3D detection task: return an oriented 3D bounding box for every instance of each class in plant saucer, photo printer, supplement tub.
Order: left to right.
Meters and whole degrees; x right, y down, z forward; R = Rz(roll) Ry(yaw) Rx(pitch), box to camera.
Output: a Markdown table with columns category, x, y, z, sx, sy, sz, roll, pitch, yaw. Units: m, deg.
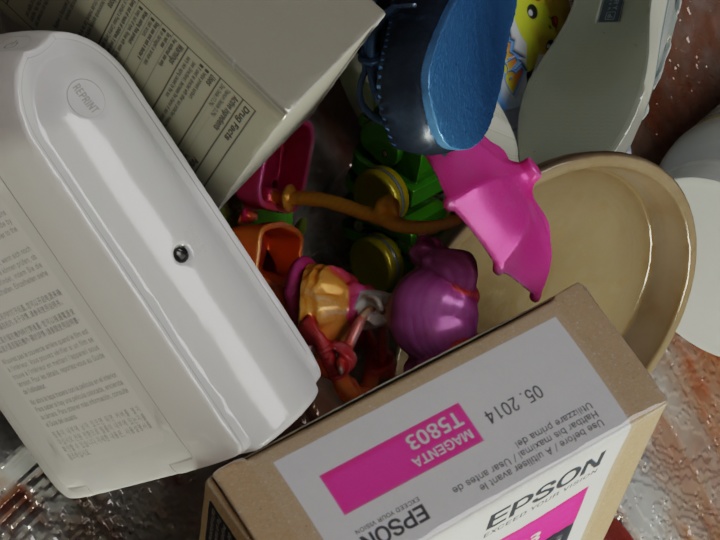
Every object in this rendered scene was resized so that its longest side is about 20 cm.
| category | x | y | z | sx | sy | sz | roll | pitch | yaw |
| --- | --- | --- | --- | --- | --- | --- | --- | --- | --- |
| photo printer | -0.126 | -0.004 | 0.911 | 0.069 | 0.166 | 0.201 | -42 | 104 | -37 |
| plant saucer | 0.096 | 0.021 | 1.143 | 0.199 | 0.029 | 0.201 | -21 | 131 | -26 |
| supplement tub | 0.267 | -0.048 | 1.294 | 0.200 | 0.145 | 0.146 | -39 | 109 | -39 |

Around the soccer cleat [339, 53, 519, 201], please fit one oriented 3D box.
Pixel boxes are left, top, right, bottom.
| category | x | y | z | sx | sy | sz | roll | pitch | yaw |
| --- | --- | --- | --- | --- | --- | --- | --- | --- | --- |
| soccer cleat | 0.019 | -0.108 | 1.117 | 0.069 | 0.078 | 0.200 | -38 | 108 | -2 |

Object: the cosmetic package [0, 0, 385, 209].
| category | x | y | z | sx | sy | sz | roll | pitch | yaw |
| --- | --- | --- | --- | --- | --- | --- | --- | --- | --- |
| cosmetic package | -0.097 | -0.131 | 0.875 | 0.200 | 0.104 | 0.073 | 43 | 61 | -2 |

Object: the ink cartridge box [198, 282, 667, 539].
| category | x | y | z | sx | sy | sz | roll | pitch | yaw |
| --- | --- | --- | --- | --- | --- | --- | --- | --- | --- |
| ink cartridge box | 0.026 | 0.113 | 0.960 | 0.199 | 0.165 | 0.075 | -26 | 65 | -22 |

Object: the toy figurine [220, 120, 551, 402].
| category | x | y | z | sx | sy | sz | roll | pitch | yaw |
| --- | --- | --- | --- | --- | --- | --- | --- | --- | --- |
| toy figurine | 0.000 | 0.000 | 0.997 | 0.150 | 0.183 | 0.202 | 10 | 84 | -61 |

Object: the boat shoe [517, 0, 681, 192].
| category | x | y | z | sx | sy | sz | roll | pitch | yaw |
| --- | --- | --- | --- | --- | --- | --- | --- | --- | --- |
| boat shoe | 0.145 | -0.117 | 1.200 | 0.072 | 0.070 | 0.202 | 53 | 50 | -53 |

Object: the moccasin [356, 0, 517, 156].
| category | x | y | z | sx | sy | sz | roll | pitch | yaw |
| --- | --- | --- | --- | --- | --- | --- | --- | --- | --- |
| moccasin | 0.028 | -0.103 | 0.955 | 0.200 | 0.068 | 0.081 | -64 | 149 | -63 |

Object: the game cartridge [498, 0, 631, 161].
| category | x | y | z | sx | sy | sz | roll | pitch | yaw |
| --- | --- | --- | --- | --- | --- | --- | --- | --- | --- |
| game cartridge | 0.086 | -0.141 | 1.221 | 0.133 | 0.040 | 0.202 | -17 | 94 | -39 |

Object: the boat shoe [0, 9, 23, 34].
| category | x | y | z | sx | sy | sz | roll | pitch | yaw |
| --- | --- | --- | --- | --- | --- | --- | --- | --- | --- |
| boat shoe | -0.158 | -0.118 | 0.974 | 0.066 | 0.072 | 0.201 | -39 | 105 | -53 |

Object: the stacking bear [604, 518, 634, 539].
| category | x | y | z | sx | sy | sz | roll | pitch | yaw |
| --- | --- | --- | --- | --- | --- | --- | --- | --- | --- |
| stacking bear | 0.043 | 0.188 | 1.082 | 0.199 | 0.121 | 0.115 | -6 | 117 | -30 |

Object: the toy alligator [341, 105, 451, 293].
| category | x | y | z | sx | sy | sz | roll | pitch | yaw |
| --- | --- | --- | --- | --- | --- | --- | --- | --- | --- |
| toy alligator | 0.017 | -0.058 | 1.097 | 0.059 | 0.054 | 0.201 | -29 | 133 | -42 |
